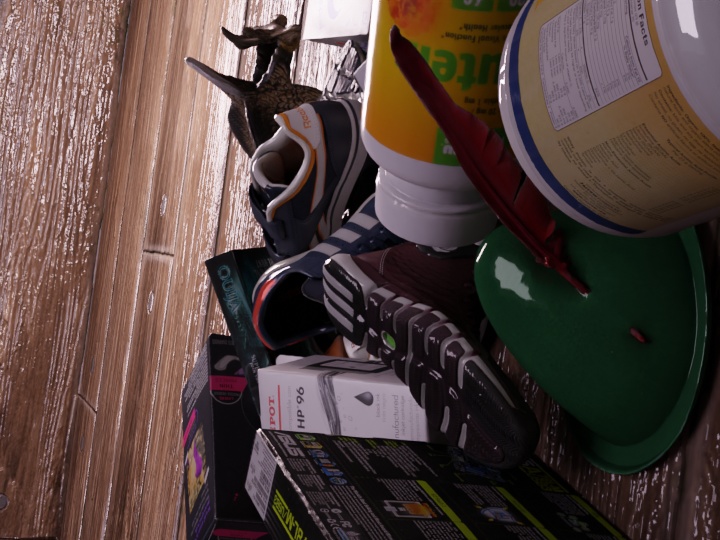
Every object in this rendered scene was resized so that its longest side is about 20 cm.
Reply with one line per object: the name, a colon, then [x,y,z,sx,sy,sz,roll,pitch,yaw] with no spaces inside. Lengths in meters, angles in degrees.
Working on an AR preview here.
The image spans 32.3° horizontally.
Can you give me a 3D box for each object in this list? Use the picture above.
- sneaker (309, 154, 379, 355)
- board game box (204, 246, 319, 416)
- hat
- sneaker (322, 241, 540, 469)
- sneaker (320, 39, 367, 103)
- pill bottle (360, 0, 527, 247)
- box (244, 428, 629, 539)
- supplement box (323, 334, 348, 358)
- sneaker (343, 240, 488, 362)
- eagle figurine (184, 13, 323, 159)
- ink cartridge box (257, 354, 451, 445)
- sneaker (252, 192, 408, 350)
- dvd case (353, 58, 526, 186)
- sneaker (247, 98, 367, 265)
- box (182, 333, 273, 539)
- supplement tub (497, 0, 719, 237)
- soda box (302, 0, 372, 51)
sneaker: [0.002,-0.008,1.061,0.114,0.075,0.202,-137,57,-65]
board game box: [-0.073,0.046,1.098,0.200,0.028,0.136,-16,-95,-78]
hat: [0.077,0.008,0.700,0.166,0.174,0.202,125,147,-51]
sneaker: [0.072,0.034,0.798,0.200,0.115,0.076,43,144,36]
sneaker: [0.018,-0.136,1.056,0.078,0.079,0.200,-64,29,17]
pill bottle: [0.058,-0.119,0.761,0.111,0.110,0.201,-111,22,-53]
box: [0.049,0.149,0.706,0.200,0.191,0.048,-143,65,-66]
supplement box: [0.004,0.158,1.010,0.067,0.068,0.202,130,145,-57]
sneaker: [0.037,0.046,0.926,0.073,0.084,0.201,-94,23,-51]
eagle figurine: [-0.067,-0.133,1.175,0.150,0.151,0.202,6,110,30]
ink cartridge box: [-0.009,0.126,0.898,0.199,0.068,0.117,1,97,41]
sneaker: [0.000,0.000,0.953,0.199,0.075,0.085,-35,17,17]
dvd case: [0.080,-0.125,0.838,0.143,0.017,0.200,60,142,8]
sneaker: [-0.056,-0.051,1.017,0.079,0.079,0.201,54,139,44]
box: [-0.102,0.178,1.208,0.106,0.121,0.201,122,149,-47]
supplement tub: [0.165,-0.100,0.551,0.200,0.143,0.146,157,119,-67]
soda box: [0.009,-0.238,1.140,0.200,0.068,0.064,-154,73,-70]
